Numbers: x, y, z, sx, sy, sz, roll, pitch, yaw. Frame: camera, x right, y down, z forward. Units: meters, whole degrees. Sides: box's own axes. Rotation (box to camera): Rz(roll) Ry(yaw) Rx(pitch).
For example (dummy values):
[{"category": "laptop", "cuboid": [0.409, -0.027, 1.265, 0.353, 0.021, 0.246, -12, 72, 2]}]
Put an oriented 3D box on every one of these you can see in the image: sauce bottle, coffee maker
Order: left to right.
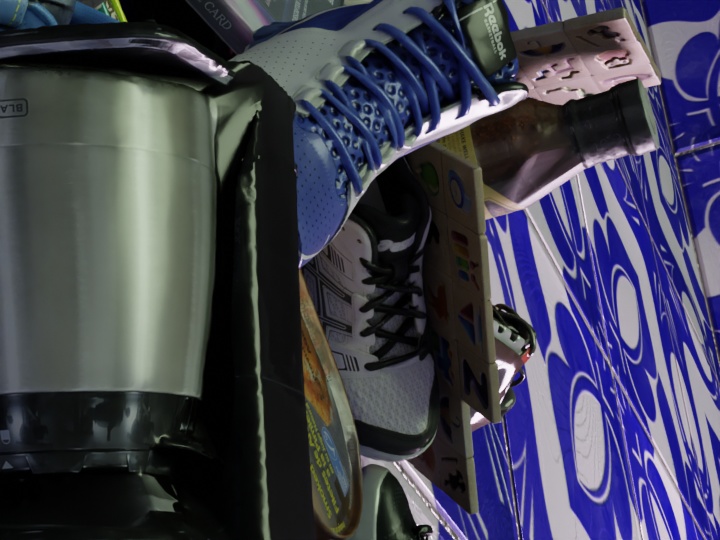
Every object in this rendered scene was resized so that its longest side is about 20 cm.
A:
[{"category": "coffee maker", "cuboid": [-0.064, 0.046, 0.571, 0.192, 0.134, 0.201, 8, 75, -51]}, {"category": "sauce bottle", "cuboid": [0.065, -0.059, 1.070, 0.066, 0.199, 0.066, -15, 90, -74]}]

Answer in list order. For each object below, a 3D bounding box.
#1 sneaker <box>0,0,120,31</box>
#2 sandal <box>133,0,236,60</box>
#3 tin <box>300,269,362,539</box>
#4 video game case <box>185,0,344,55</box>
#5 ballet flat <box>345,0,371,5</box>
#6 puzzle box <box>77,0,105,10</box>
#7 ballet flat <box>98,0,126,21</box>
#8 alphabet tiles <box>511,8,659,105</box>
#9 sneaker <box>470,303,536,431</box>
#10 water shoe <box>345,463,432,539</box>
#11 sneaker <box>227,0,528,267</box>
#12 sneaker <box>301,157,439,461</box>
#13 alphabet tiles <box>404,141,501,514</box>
[{"category": "sneaker", "cuboid": [-0.139, -0.097, 0.599, 0.200, 0.082, 0.074, 45, 33, -58]}, {"category": "sandal", "cuboid": [-0.078, -0.143, 0.938, 0.075, 0.045, 0.201, 47, 31, -60]}, {"category": "tin", "cuboid": [-0.049, 0.033, 0.877, 0.112, 0.042, 0.201, -72, 144, -71]}, {"category": "video game case", "cuboid": [-0.079, -0.173, 0.903, 0.200, 0.019, 0.143, 47, 25, -25]}, {"category": "ballet flat", "cuboid": [-0.004, -0.183, 1.236, 0.072, 0.068, 0.201, 20, 52, -47]}, {"category": "puzzle box", "cuboid": [-0.095, -0.188, 0.750, 0.133, 0.025, 0.200, 57, 33, -11]}, {"category": "ballet flat", "cuboid": [-0.093, -0.032, 0.748, 0.067, 0.067, 0.201, -170, -119, -81]}, {"category": "alphabet tiles", "cuboid": [0.061, -0.105, 1.077, 0.167, 0.199, 0.008, 39, 43, -65]}, {"category": "sneaker", "cuboid": [0.057, 0.033, 1.085, 0.200, 0.082, 0.077, 85, -17, -62]}, {"category": "water shoe", "cuboid": [0.049, 0.192, 0.984, 0.071, 0.079, 0.201, 5, 69, -75]}, {"category": "sneaker", "cuboid": [0.002, -0.075, 0.768, 0.081, 0.115, 0.200, 62, 21, -16]}, {"category": "sneaker", "cuboid": [0.000, 0.000, 0.946, 0.088, 0.075, 0.201, -10, -80, 60]}, {"category": "alphabet tiles", "cuboid": [0.029, 0.019, 0.997, 0.167, 0.008, 0.201, 35, -44, 58]}]
